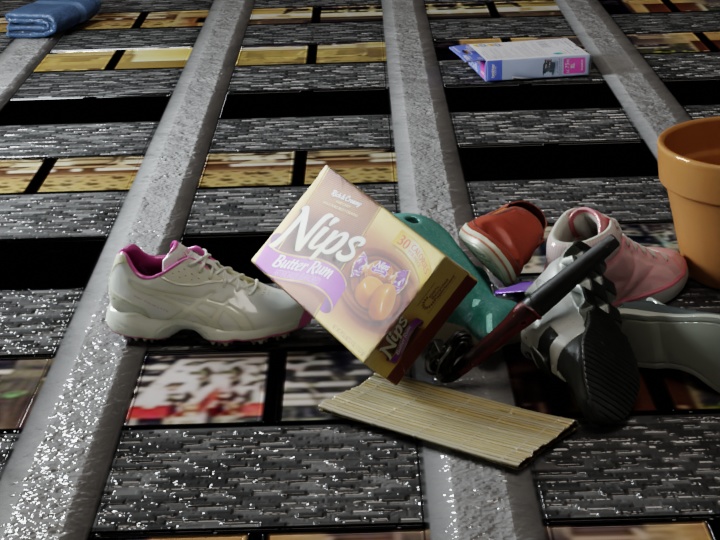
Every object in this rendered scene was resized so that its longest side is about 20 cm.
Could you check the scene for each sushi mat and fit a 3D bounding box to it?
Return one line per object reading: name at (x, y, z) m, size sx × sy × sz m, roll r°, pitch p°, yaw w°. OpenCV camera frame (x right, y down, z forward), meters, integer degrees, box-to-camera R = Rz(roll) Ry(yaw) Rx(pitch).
sushi mat at (0.071, 0.120, 1.288) m, size 0.200 × 0.012 × 0.096 m, roll 13°, pitch 26°, yaw 34°

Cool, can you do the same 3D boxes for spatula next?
spatula at (0.118, 0.003, 1.584) m, size 0.200 × 0.021 × 0.056 m, roll 14°, pitch 20°, yaw 39°

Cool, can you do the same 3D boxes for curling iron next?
curling iron at (0.139, 0.034, 1.328) m, size 0.200 × 0.050 × 0.026 m, roll -34°, pitch 57°, yaw 8°

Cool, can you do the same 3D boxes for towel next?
towel at (-0.564, -0.469, 2.866) m, size 0.111 × 0.049 × 0.200 m, roll 4°, pitch 21°, yaw 17°

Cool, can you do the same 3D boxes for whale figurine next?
whale figurine at (0.070, 0.011, 1.448) m, size 0.200 × 0.104 × 0.159 m, roll 23°, pitch 27°, yaw 38°

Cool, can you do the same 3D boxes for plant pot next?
plant pot at (0.400, -0.064, 1.573) m, size 0.200 × 0.140 × 0.200 m, roll -2°, pitch 20°, yaw 1°

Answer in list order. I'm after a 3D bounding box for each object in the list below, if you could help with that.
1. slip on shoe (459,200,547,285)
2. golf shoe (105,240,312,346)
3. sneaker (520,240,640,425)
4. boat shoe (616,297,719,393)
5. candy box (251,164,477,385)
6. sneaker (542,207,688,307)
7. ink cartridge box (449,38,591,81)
slip on shoe at (0.144, -0.034, 1.511) m, size 0.074 × 0.061 × 0.200 m, roll 46°, pitch 16°, yaw 4°
golf shoe at (-0.144, 0.020, 1.466) m, size 0.199 × 0.092 × 0.075 m, roll 1°, pitch 20°, yaw 3°
sneaker at (0.183, 0.070, 1.345) m, size 0.088 × 0.074 × 0.200 m, roll -38°, pitch 30°, yaw 27°
boat shoe at (0.304, 0.060, 1.347) m, size 0.200 × 0.073 × 0.062 m, roll 11°, pitch 27°, yaw 43°
candy box at (0.000, 0.000, 1.381) m, size 0.056 × 0.117 × 0.200 m, roll 36°, pitch 3°, yaw -44°
sneaker at (0.251, -0.017, 1.511) m, size 0.200 × 0.105 × 0.075 m, roll -18°, pitch 24°, yaw -39°
ink cartridge box at (0.247, -0.330, 2.439) m, size 0.199 × 0.042 × 0.119 m, roll -3°, pitch 21°, yaw -10°
